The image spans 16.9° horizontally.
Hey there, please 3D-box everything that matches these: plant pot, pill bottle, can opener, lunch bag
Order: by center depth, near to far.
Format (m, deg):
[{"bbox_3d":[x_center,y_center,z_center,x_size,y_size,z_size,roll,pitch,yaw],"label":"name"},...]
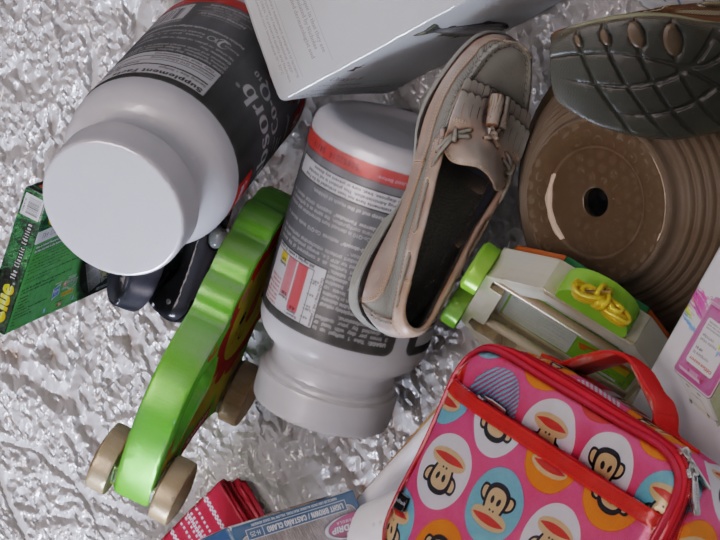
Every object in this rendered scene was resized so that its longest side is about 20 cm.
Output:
[{"bbox_3d":[0.116,0.129,1.341,0.200,0.082,0.176,31,97,48],"label":"lunch bag"},{"bbox_3d":[0.166,-0.043,1.463,0.201,0.093,0.201,5,99,36],"label":"plant pot"},{"bbox_3d":[-0.119,-0.087,1.550,0.116,0.200,0.116,11,124,16],"label":"pill bottle"},{"bbox_3d":[0.000,0.000,1.578,0.116,0.116,0.200,28,111,32],"label":"pill bottle"},{"bbox_3d":[-0.111,-0.058,1.693,0.063,0.079,0.200,27,98,25],"label":"can opener"}]

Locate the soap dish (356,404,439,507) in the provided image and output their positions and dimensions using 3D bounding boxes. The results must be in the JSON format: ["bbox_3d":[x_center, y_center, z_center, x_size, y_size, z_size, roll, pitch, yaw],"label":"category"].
[{"bbox_3d":[0.098,0.182,1.545,0.200,0.081,0.157,52,122,20],"label":"soap dish"}]

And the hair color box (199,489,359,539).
[{"bbox_3d":[-0.082,0.205,1.609,0.200,0.100,0.061,-30,77,55],"label":"hair color box"}]

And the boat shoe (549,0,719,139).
[{"bbox_3d":[0.210,-0.121,1.398,0.199,0.074,0.076,1,112,10],"label":"boat shoe"}]

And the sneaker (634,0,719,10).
[{"bbox_3d":[0.165,-0.191,1.394,0.087,0.200,0.075,147,120,-74],"label":"sneaker"}]

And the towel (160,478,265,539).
[{"bbox_3d":[-0.112,0.260,1.751,0.200,0.022,0.145,-46,68,32],"label":"towel"}]

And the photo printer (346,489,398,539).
[{"bbox_3d":[0.072,0.227,1.475,0.166,0.069,0.201,-2,94,37],"label":"photo printer"}]

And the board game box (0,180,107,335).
[{"bbox_3d":[-0.187,-0.027,1.665,0.023,0.200,0.105,29,111,15],"label":"board game box"}]

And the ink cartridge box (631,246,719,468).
[{"bbox_3d":[0.252,0.046,1.364,0.085,0.144,0.200,50,123,41],"label":"ink cartridge box"}]

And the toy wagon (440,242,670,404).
[{"bbox_3d":[0.132,0.037,1.450,0.155,0.040,0.200,32,160,3],"label":"toy wagon"}]

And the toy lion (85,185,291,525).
[{"bbox_3d":[-0.098,0.043,1.615,0.069,0.200,0.192,26,125,5],"label":"toy lion"}]

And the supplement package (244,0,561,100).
[{"bbox_3d":[0.036,-0.198,1.529,0.200,0.117,0.118,-26,79,37],"label":"supplement package"}]

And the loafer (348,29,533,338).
[{"bbox_3d":[0.061,-0.049,1.476,0.200,0.072,0.063,-65,27,0],"label":"loafer"}]
